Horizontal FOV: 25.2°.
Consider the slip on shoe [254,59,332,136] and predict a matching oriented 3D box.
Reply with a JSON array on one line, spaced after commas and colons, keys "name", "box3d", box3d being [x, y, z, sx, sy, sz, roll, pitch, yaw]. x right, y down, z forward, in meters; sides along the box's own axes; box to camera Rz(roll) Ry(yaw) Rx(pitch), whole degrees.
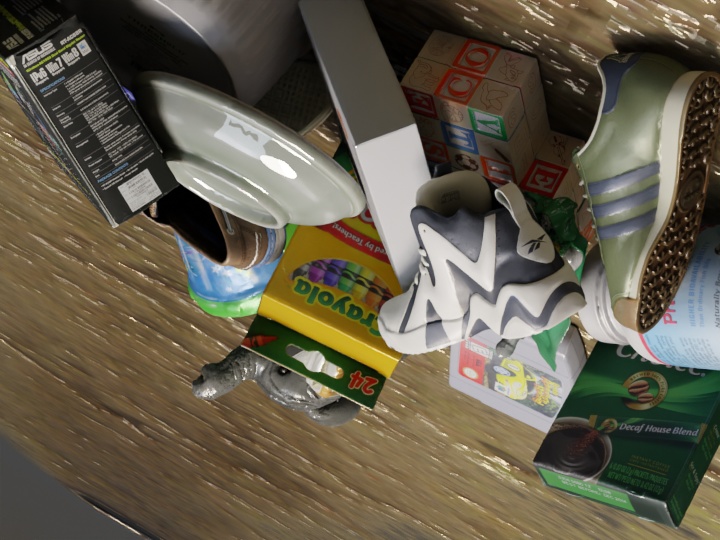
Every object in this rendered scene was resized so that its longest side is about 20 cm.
[{"name": "slip on shoe", "box3d": [-0.094, -0.124, 1.364, 0.200, 0.061, 0.074, -26, 84, 37]}]

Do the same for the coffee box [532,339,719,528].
[{"name": "coffee box", "box3d": [0.231, 0.095, 1.262, 0.123, 0.200, 0.044, 15, 150, 36]}]

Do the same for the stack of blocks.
[{"name": "stack of blocks", "box3d": [0.109, -0.085, 1.230, 0.115, 0.059, 0.200, 19, 154, 25]}]

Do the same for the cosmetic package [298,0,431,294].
[{"name": "cosmetic package", "box3d": [0.015, -0.096, 1.224, 0.200, 0.052, 0.151, 70, 177, -55]}]

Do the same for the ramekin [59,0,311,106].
[{"name": "ramekin", "box3d": [-0.135, -0.204, 1.233, 0.200, 0.105, 0.200, 25, 156, 12]}]

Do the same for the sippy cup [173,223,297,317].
[{"name": "sippy cup", "box3d": [-0.119, -0.048, 1.506, 0.178, 0.140, 0.130, -10, 129, 20]}]

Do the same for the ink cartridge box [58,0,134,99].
[{"name": "ink cartridge box", "box3d": [-0.217, -0.184, 1.450, 0.200, 0.047, 0.198, 12, 152, 41]}]

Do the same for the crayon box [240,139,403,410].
[{"name": "crayon box", "box3d": [0.000, 0.000, 1.339, 0.127, 0.200, 0.051, 25, 156, 1]}]

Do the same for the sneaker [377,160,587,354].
[{"name": "sneaker", "box3d": [0.066, -0.014, 1.173, 0.199, 0.079, 0.130, -8, 106, 60]}]

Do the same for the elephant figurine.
[{"name": "elephant figurine", "box3d": [-0.035, 0.087, 1.562, 0.155, 0.200, 0.142, 12, 150, 37]}]

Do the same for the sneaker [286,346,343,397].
[{"name": "sneaker", "box3d": [-0.003, 0.019, 1.453, 0.088, 0.200, 0.076, 45, -160, 21]}]

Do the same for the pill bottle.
[{"name": "pill bottle", "box3d": [0.262, 0.019, 1.190, 0.200, 0.109, 0.109, 3, 144, 47]}]

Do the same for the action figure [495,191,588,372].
[{"name": "action figure", "box3d": [0.127, -0.002, 1.225, 0.118, 0.055, 0.200, 45, 154, 15]}]

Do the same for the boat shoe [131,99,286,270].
[{"name": "boat shoe", "box3d": [-0.150, -0.074, 1.331, 0.200, 0.072, 0.072, 38, 120, 23]}]

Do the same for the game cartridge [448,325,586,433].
[{"name": "game cartridge", "box3d": [0.152, 0.091, 1.556, 0.133, 0.041, 0.200, 21, 155, 13]}]

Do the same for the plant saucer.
[{"name": "plant saucer", "box3d": [-0.094, -0.078, 1.222, 0.200, 0.050, 0.200, 26, 170, 5]}]

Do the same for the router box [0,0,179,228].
[{"name": "router box", "box3d": [-0.222, -0.131, 1.223, 0.150, 0.062, 0.200, 60, 170, -26]}]

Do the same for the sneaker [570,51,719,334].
[{"name": "sneaker", "box3d": [0.187, -0.060, 1.117, 0.090, 0.067, 0.200, 29, 128, 33]}]
